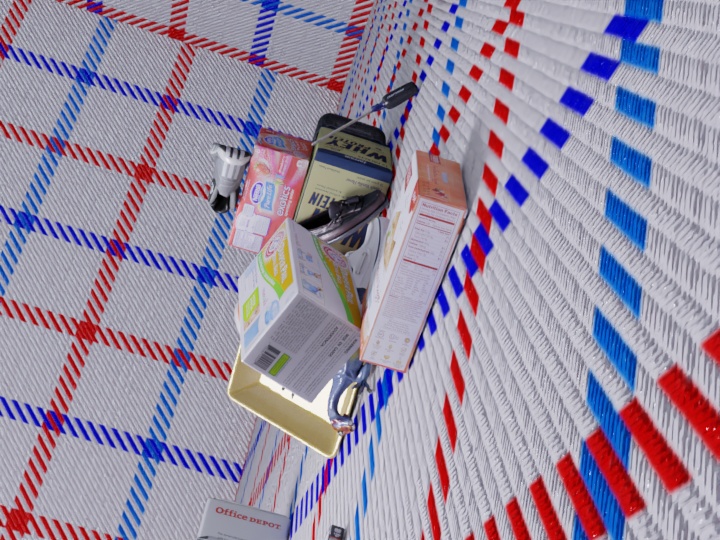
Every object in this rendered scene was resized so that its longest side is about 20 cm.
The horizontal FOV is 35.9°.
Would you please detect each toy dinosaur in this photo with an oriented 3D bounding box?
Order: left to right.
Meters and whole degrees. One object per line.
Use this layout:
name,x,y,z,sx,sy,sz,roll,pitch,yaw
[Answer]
toy dinosaur,0.001,0.117,1.424,0.200,0.105,0.183,-35,-33,-40

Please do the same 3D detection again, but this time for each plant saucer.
plant saucer,-0.077,0.128,1.547,0.048,0.199,0.202,-12,-56,-58

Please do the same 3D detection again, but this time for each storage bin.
storage bin,-0.039,-0.177,2.083,0.094,0.134,0.201,-89,17,-67

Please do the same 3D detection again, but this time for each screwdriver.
screwdriver,0.004,-0.260,1.834,0.028,0.199,0.029,-58,-56,-82

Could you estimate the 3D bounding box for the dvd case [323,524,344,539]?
dvd case,-0.057,0.409,1.249,0.201,0.022,0.147,-82,10,-47

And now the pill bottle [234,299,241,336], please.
pill bottle,-0.106,0.054,1.851,0.199,0.110,0.110,-28,31,28

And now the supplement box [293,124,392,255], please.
supplement box,-0.038,-0.122,1.932,0.200,0.133,0.202,-90,17,-70

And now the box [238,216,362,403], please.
box,-0.073,0.042,1.318,0.113,0.101,0.200,-50,23,16

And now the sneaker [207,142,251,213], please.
sneaker,-0.239,-0.159,1.945,0.200,0.074,0.117,-127,52,-82

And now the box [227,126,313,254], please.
box,-0.158,-0.135,1.951,0.095,0.102,0.201,-85,11,-63

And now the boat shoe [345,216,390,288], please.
boat shoe,0.000,0.000,1.598,0.074,0.065,0.201,114,170,-52

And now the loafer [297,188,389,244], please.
loafer,-0.049,-0.080,1.800,0.199,0.063,0.072,-32,17,17

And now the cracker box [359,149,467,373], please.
cracker box,0.053,-0.012,1.192,0.134,0.057,0.201,-87,16,-65

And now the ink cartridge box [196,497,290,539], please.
ink cartridge box,-0.202,0.482,1.780,0.201,0.145,0.083,-78,7,-46
